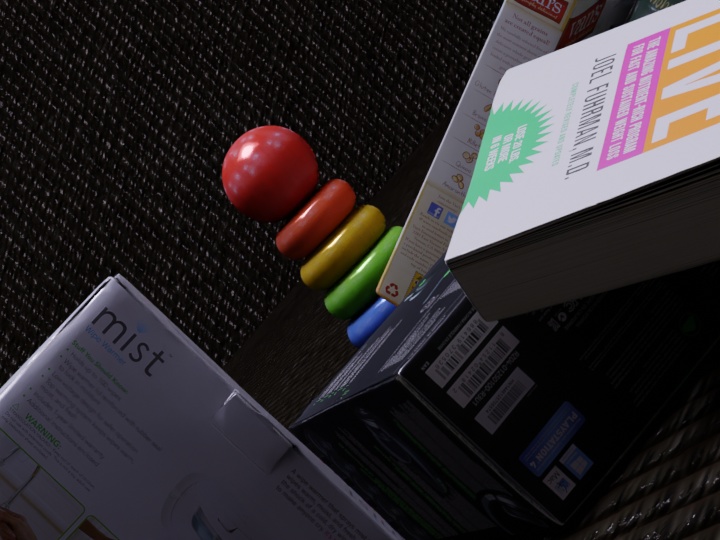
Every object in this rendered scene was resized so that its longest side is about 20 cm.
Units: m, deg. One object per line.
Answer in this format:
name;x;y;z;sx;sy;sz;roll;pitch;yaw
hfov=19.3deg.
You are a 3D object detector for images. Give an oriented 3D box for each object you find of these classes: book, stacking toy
book;0.136;-0.060;0.783;0.200;0.048;0.134;-20;31;29
stacking toy;0.000;0.000;1.183;0.085;0.200;0.085;-46;4;4

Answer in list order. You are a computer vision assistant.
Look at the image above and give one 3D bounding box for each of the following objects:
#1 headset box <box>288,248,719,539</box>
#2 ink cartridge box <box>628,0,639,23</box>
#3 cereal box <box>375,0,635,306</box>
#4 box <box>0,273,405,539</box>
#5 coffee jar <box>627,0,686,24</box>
headset box;0.073;0.028;0.929;0.174;0.093;0.200;-48;4;-19
ink cartridge box;0.177;-0.155;1.090;0.146;0.048;0.200;-55;-12;-42
cereal box;0.083;-0.083;1.077;0.144;0.039;0.200;-41;-20;-56
box;-0.107;0.130;1.028;0.177;0.200;0.097;-48;4;-5
coffee jar;0.177;-0.140;0.926;0.085;0.104;0.200;40;124;52
